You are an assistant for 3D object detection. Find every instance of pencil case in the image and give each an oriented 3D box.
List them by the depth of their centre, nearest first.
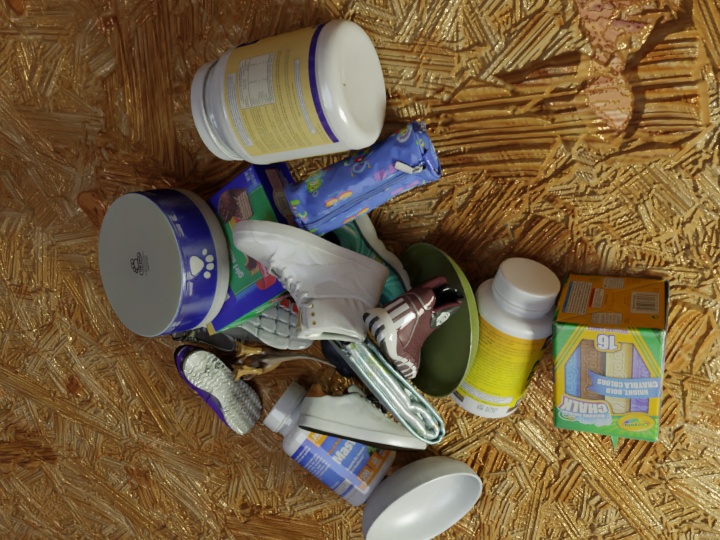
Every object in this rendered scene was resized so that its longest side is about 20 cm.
[{"bbox_3d":[0.003,-0.107,0.881,0.199,0.087,0.078,-25,115,13],"label":"pencil case"}]

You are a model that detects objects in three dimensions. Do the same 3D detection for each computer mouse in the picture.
[{"bbox_3d":[-0.010,0.174,1.122,0.058,0.034,0.201,-15,112,30],"label":"computer mouse"}]

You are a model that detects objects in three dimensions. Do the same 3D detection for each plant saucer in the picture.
[{"bbox_3d":[0.098,0.063,0.946,0.200,0.031,0.201,18,110,62],"label":"plant saucer"}]

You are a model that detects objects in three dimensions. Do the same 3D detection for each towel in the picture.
[{"bbox_3d":[0.024,0.140,1.008,0.048,0.171,0.200,-40,112,-6],"label":"towel"}]

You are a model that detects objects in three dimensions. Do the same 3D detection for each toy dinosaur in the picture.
[{"bbox_3d":[-0.140,0.135,1.122,0.199,0.106,0.061,-17,76,51],"label":"toy dinosaur"}]

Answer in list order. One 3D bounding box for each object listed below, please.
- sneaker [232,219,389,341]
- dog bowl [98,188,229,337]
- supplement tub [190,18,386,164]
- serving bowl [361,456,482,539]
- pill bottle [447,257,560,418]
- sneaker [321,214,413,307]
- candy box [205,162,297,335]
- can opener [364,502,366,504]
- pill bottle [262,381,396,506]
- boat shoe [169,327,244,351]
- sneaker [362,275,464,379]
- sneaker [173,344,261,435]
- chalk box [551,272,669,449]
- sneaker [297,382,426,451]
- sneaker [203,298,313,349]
[{"bbox_3d":[-0.073,0.019,0.874,0.199,0.116,0.074,20,160,-4],"label":"sneaker"},{"bbox_3d":[-0.275,-0.012,1.004,0.199,0.079,0.202,7,102,38],"label":"dog bowl"},{"bbox_3d":[-0.085,-0.205,0.862,0.199,0.146,0.146,-4,117,26],"label":"supplement tub"},{"bbox_3d":[0.086,0.349,1.115,0.066,0.199,0.201,58,140,41],"label":"serving bowl"},{"bbox_3d":[0.184,0.086,0.932,0.109,0.109,0.201,22,126,11],"label":"pill bottle"},{"bbox_3d":[0.000,0.000,0.967,0.200,0.080,0.077,54,146,2],"label":"sneaker"},{"bbox_3d":[-0.158,-0.029,1.011,0.200,0.077,0.170,-31,80,35],"label":"candy box"},{"bbox_3d":[-0.018,0.343,1.227,0.200,0.053,0.067,41,159,-3],"label":"can opener"},{"bbox_3d":[-0.052,0.268,1.147,0.200,0.112,0.112,37,127,1],"label":"pill bottle"},{"bbox_3d":[-0.285,0.087,1.178,0.199,0.065,0.074,23,124,10],"label":"boat shoe"},{"bbox_3d":[0.078,0.067,0.880,0.115,0.200,0.076,-34,72,0],"label":"sneaker"},{"bbox_3d":[-0.245,0.192,1.226,0.099,0.070,0.201,17,146,49],"label":"sneaker"},{"bbox_3d":[0.305,0.121,0.889,0.123,0.125,0.201,5,119,22],"label":"chalk box"},{"bbox_3d":[0.011,0.216,1.084,0.199,0.085,0.073,18,158,-12],"label":"sneaker"},{"bbox_3d":[-0.164,0.076,1.126,0.199,0.078,0.082,16,163,2],"label":"sneaker"}]
